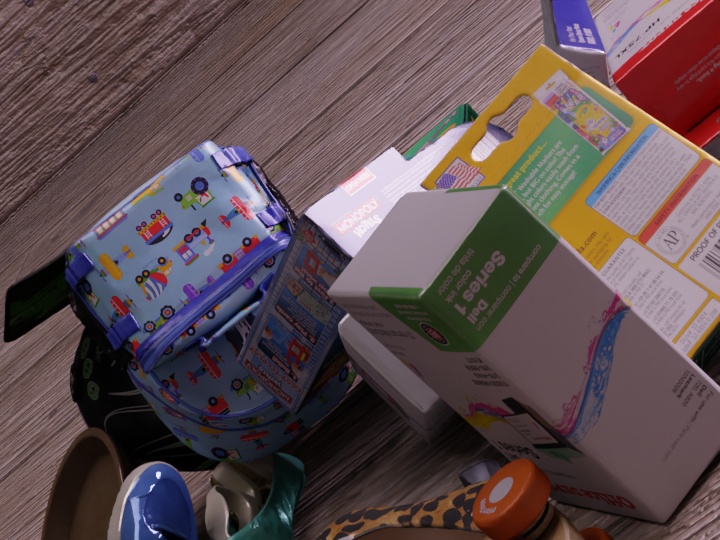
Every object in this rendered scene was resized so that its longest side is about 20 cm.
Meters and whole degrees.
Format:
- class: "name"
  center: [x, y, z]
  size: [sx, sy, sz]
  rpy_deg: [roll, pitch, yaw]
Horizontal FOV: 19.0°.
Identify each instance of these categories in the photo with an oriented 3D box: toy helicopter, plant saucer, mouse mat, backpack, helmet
- class: "toy helicopter"
  center: [0.078, 0.199, 1.128]
  size: [0.132, 0.079, 0.200]
  rpy_deg: [-42, 20, 12]
- class: "plant saucer"
  center: [-0.212, 0.227, 1.709]
  size: [0.200, 0.029, 0.202]
  rpy_deg: [-27, 59, 59]
- class: "mouse mat"
  center: [-0.192, -0.015, 1.665]
  size: [0.199, 0.008, 0.161]
  rpy_deg: [-33, -9, -17]
- class: "backpack"
  center: [-0.101, 0.032, 1.582]
  size: [0.182, 0.201, 0.135]
  rpy_deg: [-34, -12, -6]
- class: "helmet"
  center: [-0.122, 0.068, 1.739]
  size: [0.190, 0.200, 0.201]
  rpy_deg: [-31, 21, 44]

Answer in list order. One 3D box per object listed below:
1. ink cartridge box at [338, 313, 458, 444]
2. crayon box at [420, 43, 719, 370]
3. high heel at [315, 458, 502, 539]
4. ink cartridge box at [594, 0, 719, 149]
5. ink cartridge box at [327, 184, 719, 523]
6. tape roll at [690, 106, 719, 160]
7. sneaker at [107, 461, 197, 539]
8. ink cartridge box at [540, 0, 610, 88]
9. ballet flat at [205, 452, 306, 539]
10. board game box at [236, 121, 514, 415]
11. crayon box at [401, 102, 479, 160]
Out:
- class: "ink cartridge box"
  center: [0.065, 0.029, 1.440]
  size: [0.145, 0.085, 0.200]
  rpy_deg: [-46, -8, -5]
- class: "crayon box"
  center: [0.152, -0.032, 1.308]
  size: [0.126, 0.200, 0.052]
  rpy_deg: [-48, -20, -14]
- class: "high heel"
  center: [0.019, 0.188, 1.297]
  size: [0.199, 0.072, 0.143]
  rpy_deg: [-36, 9, -1]
- class: "ink cartridge box"
  center: [0.236, -0.163, 1.508]
  size: [0.116, 0.067, 0.200]
  rpy_deg: [-41, 17, 15]
- class: "ink cartridge box"
  center: [0.098, 0.047, 1.225]
  size: [0.084, 0.200, 0.145]
  rpy_deg: [-52, 17, -14]
- class: "tape roll"
  center: [0.275, -0.146, 1.560]
  size: [0.203, 0.037, 0.203]
  rpy_deg: [-41, 17, 15]
- class: "sneaker"
  center: [-0.119, 0.221, 1.471]
  size: [0.111, 0.076, 0.201]
  rpy_deg: [-23, 54, 44]
- class: "ink cartridge box"
  center: [0.159, -0.141, 1.573]
  size: [0.040, 0.201, 0.200]
  rpy_deg: [-9, 22, 3]
- class: "ballet flat"
  center: [-0.081, 0.174, 1.599]
  size: [0.067, 0.070, 0.200]
  rpy_deg: [-42, 16, 15]
- class: "board game box"
  center: [0.000, 0.000, 1.474]
  size: [0.200, 0.062, 0.200]
  rpy_deg: [-38, -13, -45]
- class: "crayon box"
  center: [0.047, -0.019, 1.667]
  size: [0.200, 0.119, 0.058]
  rpy_deg: [-40, 16, 18]
